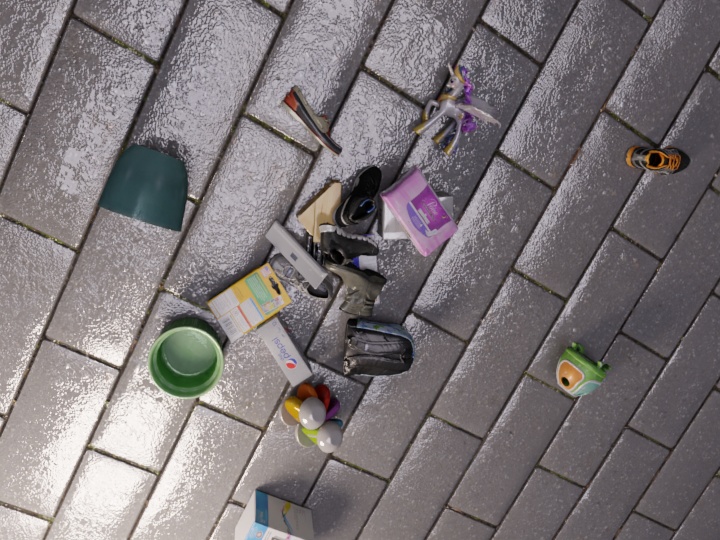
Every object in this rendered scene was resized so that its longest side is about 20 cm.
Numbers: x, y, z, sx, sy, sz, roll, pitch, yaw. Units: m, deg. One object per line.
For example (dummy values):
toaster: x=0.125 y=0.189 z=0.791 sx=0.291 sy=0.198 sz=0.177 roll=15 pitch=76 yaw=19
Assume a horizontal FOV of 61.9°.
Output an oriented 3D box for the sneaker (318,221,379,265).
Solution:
sneaker: x=-0.032 y=-0.052 z=1.548 sx=0.197 sy=0.065 sz=0.093 roll=19 pitch=71 yaw=-41

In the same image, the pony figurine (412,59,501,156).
pony figurine: x=0.255 y=-0.405 z=1.538 sx=0.190 sy=0.168 sz=0.202 roll=31 pitch=114 yaw=-9

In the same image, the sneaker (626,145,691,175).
sneaker: x=0.856 y=-0.309 z=1.700 sx=0.193 sy=0.077 sz=0.081 roll=0 pitch=105 yaw=-12

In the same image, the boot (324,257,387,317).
boot: x=-0.027 y=0.053 z=1.600 sx=0.196 sy=0.068 sz=0.133 roll=20 pitch=102 yaw=-29

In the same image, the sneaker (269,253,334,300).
sneaker: x=-0.152 y=0.018 z=1.606 sx=0.196 sy=0.082 sz=0.076 roll=25 pitch=101 yaw=-16

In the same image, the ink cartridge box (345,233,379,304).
ink cartridge box: x=0.000 y=0.000 z=1.654 sx=0.092 sy=0.037 sz=0.206 roll=-7 pitch=109 yaw=-7

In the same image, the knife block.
knife block: x=-0.082 y=-0.112 z=1.592 sx=0.199 sy=0.064 sz=0.176 roll=-42 pitch=109 yaw=3

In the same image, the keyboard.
keyboard: x=-0.170 y=-0.042 z=1.574 sx=0.200 sy=0.011 sz=0.057 roll=46 pitch=117 yaw=9

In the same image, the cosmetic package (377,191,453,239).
cosmetic package: x=0.148 y=-0.148 z=1.615 sx=0.193 sy=0.081 sz=0.117 roll=-1 pitch=107 yaw=-11

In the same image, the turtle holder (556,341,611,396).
turtle holder: x=0.664 y=0.306 z=1.821 sx=0.139 sy=0.185 sz=0.134 roll=35 pitch=99 yaw=15

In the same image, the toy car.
toy car: x=-0.122 y=0.408 z=1.701 sx=0.150 sy=0.173 sz=0.202 roll=-47 pitch=112 yaw=-33

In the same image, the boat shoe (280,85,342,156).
boat shoe: x=-0.112 y=-0.372 z=1.512 sx=0.200 sy=0.071 sz=0.063 roll=44 pitch=92 yaw=-14

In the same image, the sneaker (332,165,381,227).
sneaker: x=0.019 y=-0.188 z=1.528 sx=0.073 sy=0.111 sz=0.202 roll=45 pitch=67 yaw=-26

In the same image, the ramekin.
ramekin: x=-0.460 y=0.228 z=1.602 sx=0.193 sy=0.098 sz=0.207 roll=-3 pitch=107 yaw=-9

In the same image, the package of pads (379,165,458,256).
package of pads: x=0.150 y=-0.152 z=1.532 sx=0.120 sy=0.076 sz=0.202 roll=-37 pitch=105 yaw=1

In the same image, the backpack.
backpack: x=0.058 y=0.217 z=1.681 sx=0.193 sy=0.154 sz=0.169 roll=5 pitch=101 yaw=11

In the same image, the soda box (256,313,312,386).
soda box: x=-0.210 y=0.215 z=1.662 sx=0.067 sy=0.064 sz=0.203 roll=-30 pitch=109 yaw=0

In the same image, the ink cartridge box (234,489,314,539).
ink cartridge box: x=-0.254 y=0.782 z=1.772 sx=0.196 sy=0.146 sz=0.150 roll=25 pitch=101 yaw=-16

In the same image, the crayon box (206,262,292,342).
crayon box: x=-0.294 y=0.082 z=1.606 sx=0.197 sy=0.052 sz=0.128 roll=-32 pitch=99 yaw=1

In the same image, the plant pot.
plant pot: x=-0.501 y=-0.202 z=1.428 sx=0.195 sy=0.200 sz=0.166 roll=18 pitch=91 yaw=-14
